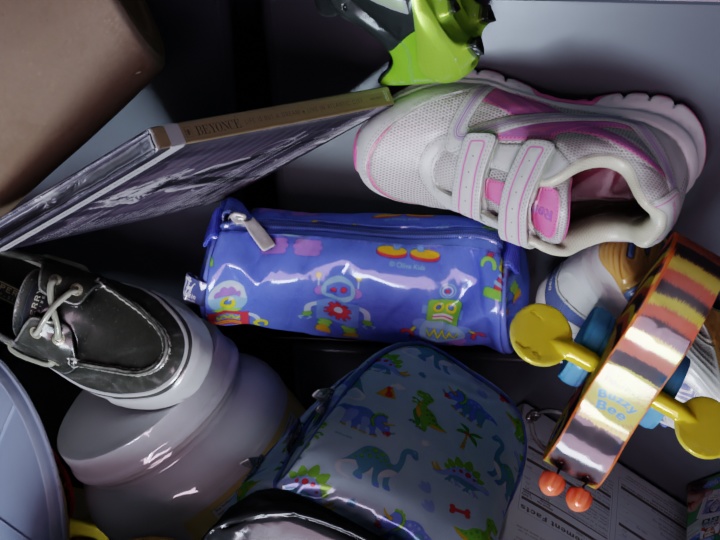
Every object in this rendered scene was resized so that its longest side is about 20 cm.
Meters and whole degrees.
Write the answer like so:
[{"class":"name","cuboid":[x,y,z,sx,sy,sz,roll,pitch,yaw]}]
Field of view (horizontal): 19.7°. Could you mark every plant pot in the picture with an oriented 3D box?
[{"class":"plant pot","cuboid":[-0.208,-0.122,1.125,0.174,0.200,0.201,-29,116,6]}]

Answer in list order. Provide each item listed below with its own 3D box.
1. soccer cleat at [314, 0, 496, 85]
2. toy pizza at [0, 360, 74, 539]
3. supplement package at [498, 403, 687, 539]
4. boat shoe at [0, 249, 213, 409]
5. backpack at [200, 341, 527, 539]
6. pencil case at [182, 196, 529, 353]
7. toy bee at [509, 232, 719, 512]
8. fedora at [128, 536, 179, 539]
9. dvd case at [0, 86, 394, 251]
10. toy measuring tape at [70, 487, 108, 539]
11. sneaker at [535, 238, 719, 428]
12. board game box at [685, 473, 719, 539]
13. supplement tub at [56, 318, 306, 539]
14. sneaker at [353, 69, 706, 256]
[{"class":"soccer cleat","cuboid":[-0.001,-0.180,1.107,0.081,0.068,0.200,-13,122,30]},{"class":"toy pizza","cuboid":[-0.233,0.142,1.315,0.032,0.200,0.201,-10,137,-38]},{"class":"supplement package","cuboid":[0.106,0.224,1.278,0.150,0.200,0.152,32,124,-12]},{"class":"boat shoe","cuboid":[-0.177,0.030,1.224,0.199,0.071,0.064,17,174,33]},{"class":"backpack","cuboid":[0.015,0.133,1.169,0.163,0.200,0.154,31,108,4]},{"class":"pencil case","cuboid":[0.000,0.000,1.218,0.199,0.078,0.087,5,146,5]},{"class":"toy bee","cuboid":[0.144,0.080,1.153,0.130,0.109,0.201,13,133,15]},{"class":"fedora","cuboid":[-0.122,0.214,1.211,0.200,0.082,0.201,4,128,6]},{"class":"dvd case","cuboid":[-0.094,-0.056,1.124,0.148,0.200,0.016,-26,85,38]},{"class":"toy measuring tape","cuboid":[-0.209,0.180,1.390,0.199,0.074,0.074,10,126,13]},{"class":"sneaker","cuboid":[0.187,0.059,1.241,0.088,0.075,0.200,-26,112,40]},{"class":"board game box","cuboid":[0.286,0.145,1.233,0.199,0.135,0.029,-25,117,25]},{"class":"supplement tub","cuboid":[-0.081,0.144,1.290,0.145,0.146,0.200,-25,116,24]},{"class":"sneaker","cuboid":[0.092,-0.057,1.157,0.199,0.088,0.082,2,124,9]}]
